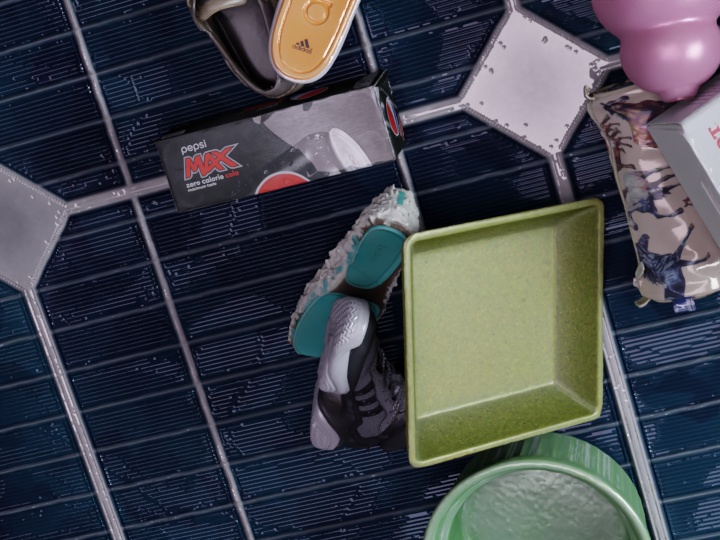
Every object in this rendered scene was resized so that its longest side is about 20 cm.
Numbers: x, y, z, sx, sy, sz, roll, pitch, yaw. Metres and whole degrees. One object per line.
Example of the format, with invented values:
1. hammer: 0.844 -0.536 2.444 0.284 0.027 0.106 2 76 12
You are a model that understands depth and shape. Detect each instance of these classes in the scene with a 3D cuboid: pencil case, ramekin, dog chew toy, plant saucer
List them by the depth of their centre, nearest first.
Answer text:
1. dog chew toy: 0.226 -0.229 1.297 0.124 0.125 0.200 -9 88 14
2. pencil case: 0.244 -0.068 1.382 0.089 0.078 0.200 -21 104 -7
3. plant saucer: 0.110 0.045 1.418 0.200 0.048 0.200 -12 109 -29
4. ramekin: 0.158 0.239 1.484 0.200 0.098 0.200 3 108 10

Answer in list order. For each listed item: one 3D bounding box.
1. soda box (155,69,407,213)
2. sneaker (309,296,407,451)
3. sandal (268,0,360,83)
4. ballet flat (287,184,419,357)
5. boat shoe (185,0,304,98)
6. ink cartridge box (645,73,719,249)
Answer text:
1. soda box: -0.067 -0.108 1.440 0.200 0.063 0.071 -13 104 15
2. sneaker: 0.021 0.093 1.454 0.114 0.076 0.200 8 144 -3
3. sandal: -0.019 -0.250 1.360 0.079 0.059 0.207 15 89 -7
4. ballet flat: 0.000 0.000 1.453 0.072 0.072 0.200 36 134 -1
5. boat shoe: -0.108 -0.232 1.403 0.074 0.073 0.200 -33 98 18
6. ink cartridge box: 0.346 -0.107 1.311 0.200 0.084 0.145 -34 100 -6
